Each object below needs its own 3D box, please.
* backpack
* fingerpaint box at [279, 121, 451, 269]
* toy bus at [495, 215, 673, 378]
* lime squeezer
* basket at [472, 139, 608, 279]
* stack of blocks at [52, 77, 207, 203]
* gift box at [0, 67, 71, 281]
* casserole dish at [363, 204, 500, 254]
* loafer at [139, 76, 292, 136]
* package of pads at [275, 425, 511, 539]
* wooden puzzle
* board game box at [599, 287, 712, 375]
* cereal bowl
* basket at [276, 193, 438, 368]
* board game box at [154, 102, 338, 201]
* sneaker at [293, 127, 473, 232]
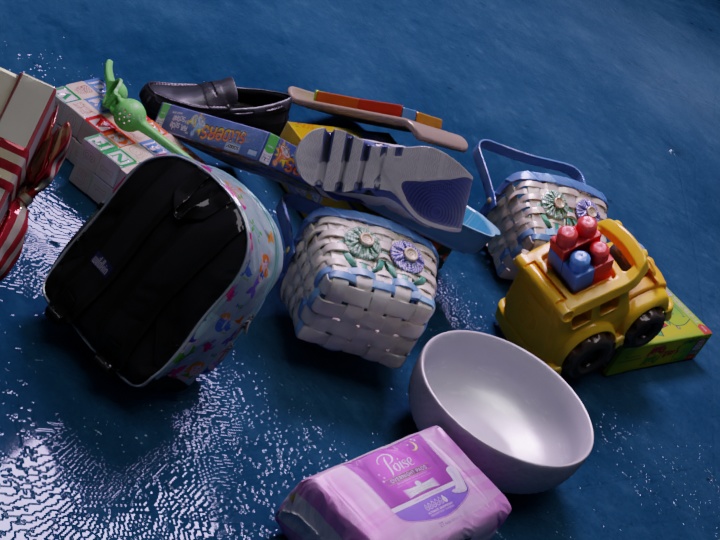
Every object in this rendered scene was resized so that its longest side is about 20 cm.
[{"bbox_3d":[-0.172,-0.003,1.247,0.178,0.200,0.151,42,13,22],"label":"backpack"},{"bbox_3d":[0.005,-0.094,1.643,0.167,0.073,0.200,2,40,-38],"label":"fingerpaint box"},{"bbox_3d":[0.273,0.006,1.556,0.200,0.192,0.136,-23,54,-20],"label":"toy bus"},{"bbox_3d":[-0.255,-0.187,1.485,0.071,0.038,0.200,-7,45,-45],"label":"lime squeezer"},{"bbox_3d":[0.240,-0.078,1.748,0.176,0.139,0.200,11,45,-26],"label":"basket"},{"bbox_3d":[-0.268,-0.128,1.482,0.200,0.059,0.115,39,32,16],"label":"stack of blocks"},{"bbox_3d":[-0.372,-0.103,1.208,0.187,0.185,0.200,24,-12,-9],"label":"gift box"},{"bbox_3d":[0.067,-0.074,1.538,0.200,0.039,0.121,26,14,-12],"label":"casserole dish"},{"bbox_3d":[-0.179,-0.214,1.670,0.200,0.070,0.068,7,37,-33],"label":"loafer"},{"bbox_3d":[0.032,0.221,1.204,0.121,0.076,0.200,46,35,23],"label":"package of pads"},{"bbox_3d":[0.027,-0.205,1.758,0.200,0.037,0.185,19,7,25],"label":"wooden puzzle"},{"bbox_3d":[0.354,0.073,1.712,0.200,0.048,0.102,-5,45,-44],"label":"board game box"},{"bbox_3d":[0.134,0.157,1.375,0.200,0.083,0.200,21,32,-14],"label":"cereal bowl"},{"bbox_3d":[0.000,0.000,1.424,0.176,0.139,0.200,16,28,-21],"label":"basket"},{"bbox_3d":[-0.127,-0.137,1.516,0.200,0.034,0.135,21,-3,45],"label":"board game box"},{"bbox_3d":[0.015,-0.105,1.424,0.199,0.081,0.115,16,2,-15],"label":"sneaker"}]
